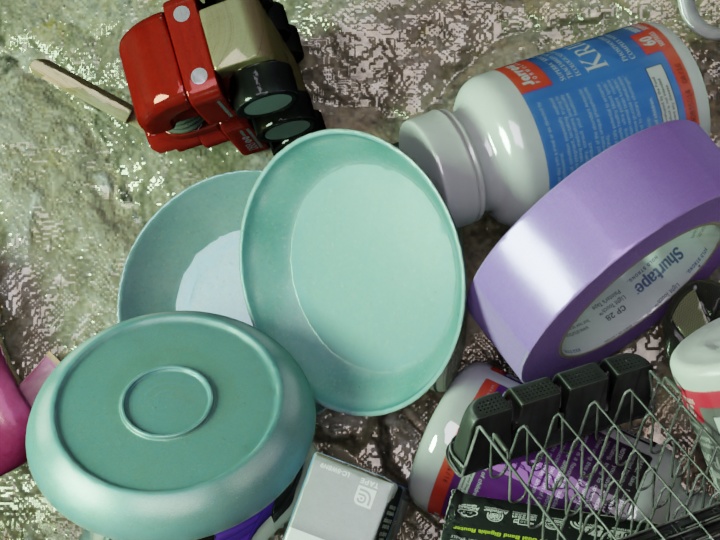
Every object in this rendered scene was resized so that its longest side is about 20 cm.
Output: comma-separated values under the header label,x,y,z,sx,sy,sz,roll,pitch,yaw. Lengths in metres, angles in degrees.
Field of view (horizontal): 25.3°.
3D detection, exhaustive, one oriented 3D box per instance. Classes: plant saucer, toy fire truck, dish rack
label,x,y,z,sx,sy,sz,roll,pitch,yaw
plant saucer,-0.131,0.096,1.095,0.199,0.027,0.201,-1,46,1
plant saucer,0.000,0.000,1.116,0.200,0.036,0.201,8,103,38
plant saucer,-0.081,0.026,1.201,0.200,0.039,0.202,-2,78,8
toy fire truck,-0.144,-0.138,1.172,0.199,0.176,0.129,-18,78,6
dish rack,0.162,0.135,0.989,0.153,0.055,0.200,-16,43,-22

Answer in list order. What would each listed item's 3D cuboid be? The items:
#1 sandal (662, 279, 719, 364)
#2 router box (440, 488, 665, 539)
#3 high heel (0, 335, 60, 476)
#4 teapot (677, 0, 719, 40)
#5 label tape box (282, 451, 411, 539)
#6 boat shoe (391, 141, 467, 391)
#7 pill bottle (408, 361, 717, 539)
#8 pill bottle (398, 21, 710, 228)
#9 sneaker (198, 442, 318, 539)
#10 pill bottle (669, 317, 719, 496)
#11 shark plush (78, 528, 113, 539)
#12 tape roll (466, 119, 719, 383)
label,x,y,z,sx,sy,sz,roll,pitch,yaw
sandal,0.295,0.082,1.127,0.201,0.057,0.080,36,105,-4
router box,0.124,0.246,1.055,0.149,0.200,0.062,8,35,11
high heel,-0.309,0.061,1.216,0.200,0.067,0.096,43,77,1
teapot,0.328,-0.148,1.119,0.197,0.200,0.146,28,127,-17
label tape box,-0.030,0.232,1.100,0.063,0.144,0.201,19,83,10
boat shoe,0.043,-0.007,1.173,0.062,0.075,0.201,-7,72,9
pill bottle,0.141,0.151,1.105,0.200,0.112,0.113,25,84,13
pill bottle,0.134,-0.096,1.127,0.199,0.112,0.113,-20,76,-15
sneaker,-0.118,0.189,1.128,0.070,0.099,0.200,33,93,40
pill bottle,0.286,0.128,1.052,0.110,0.111,0.200,-22,101,4
shark plush,-0.178,0.169,1.177,0.083,0.091,0.201,33,118,34
tape roll,0.170,-0.009,1.080,0.200,0.200,0.066,-37,70,0
